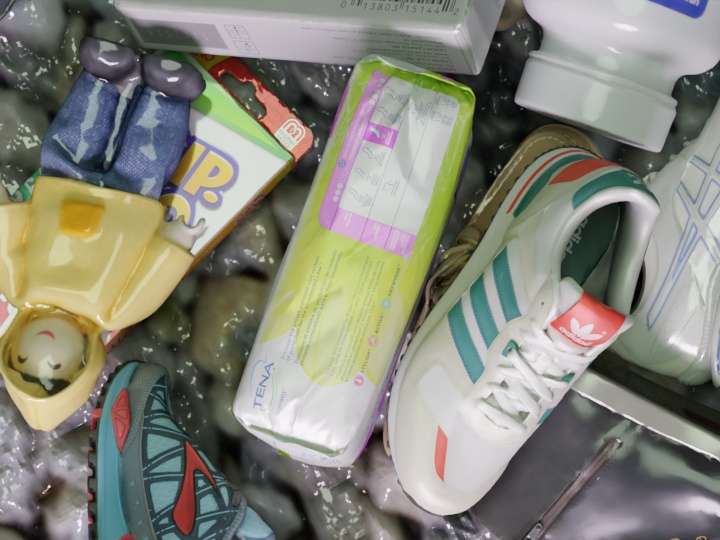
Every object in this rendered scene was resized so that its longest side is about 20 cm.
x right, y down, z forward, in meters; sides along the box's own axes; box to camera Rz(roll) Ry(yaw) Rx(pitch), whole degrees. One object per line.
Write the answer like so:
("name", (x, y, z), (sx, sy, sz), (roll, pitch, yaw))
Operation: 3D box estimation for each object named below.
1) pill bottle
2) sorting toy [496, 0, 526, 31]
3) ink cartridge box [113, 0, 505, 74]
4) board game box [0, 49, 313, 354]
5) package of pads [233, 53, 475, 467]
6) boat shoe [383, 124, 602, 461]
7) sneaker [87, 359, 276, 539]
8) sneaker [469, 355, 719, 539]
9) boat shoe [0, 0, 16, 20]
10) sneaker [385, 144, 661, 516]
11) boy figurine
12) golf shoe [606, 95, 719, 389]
("pill bottle", (0.149, -0.169, 1.354), (0.112, 0.112, 0.201), (20, 93, 4))
("sorting toy", (0.062, -0.259, 1.415), (0.185, 0.036, 0.200), (37, 86, 5))
("ink cartridge box", (-0.009, -0.191, 1.363), (0.199, 0.045, 0.177), (7, 62, 24))
("board game box", (-0.125, -0.034, 1.402), (0.096, 0.030, 0.200), (44, 84, 5))
("package of pads", (0.000, 0.000, 1.328), (0.068, 0.155, 0.201), (19, 85, 4))
("boat shoe", (0.070, 0.015, 1.360), (0.071, 0.064, 0.201), (19, 85, 29))
("sneaker", (-0.091, 0.133, 1.335), (0.095, 0.079, 0.201), (0, 51, -7))
("sneaker", (0.162, 0.126, 1.361), (0.199, 0.075, 0.107), (28, 101, 0))
("boat shoe", (-0.151, -0.211, 1.399), (0.062, 0.073, 0.201), (28, 80, 8))
("sneaker", (0.083, 0.032, 1.287), (0.070, 0.093, 0.200), (31, 86, -22))
("boy figurine", (-0.148, -0.018, 1.357), (0.124, 0.064, 0.201), (19, 82, 1))
("golf shoe", (0.176, -0.042, 1.371), (0.097, 0.078, 0.201), (10, 82, 10))
